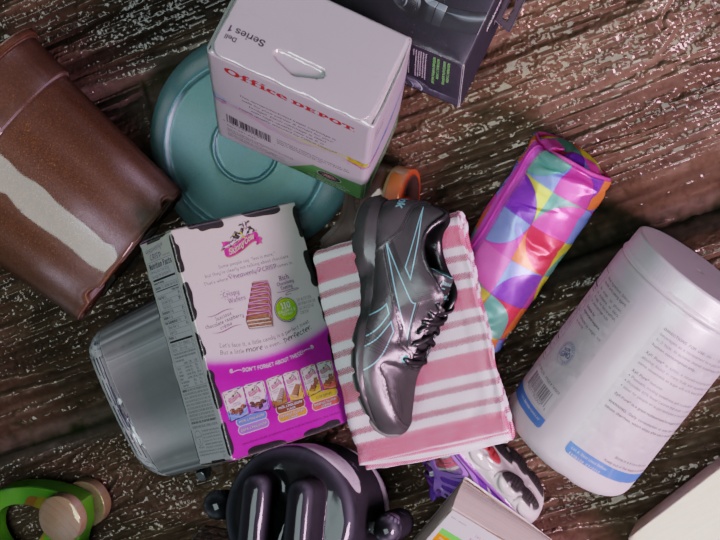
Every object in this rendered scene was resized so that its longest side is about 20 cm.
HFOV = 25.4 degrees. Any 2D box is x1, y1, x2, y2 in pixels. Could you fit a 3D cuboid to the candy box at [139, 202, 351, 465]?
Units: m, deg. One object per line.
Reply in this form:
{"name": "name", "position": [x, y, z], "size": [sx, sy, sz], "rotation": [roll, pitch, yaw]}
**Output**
{"name": "candy box", "position": [-0.098, 0.053, 1.386], "size": [0.061, 0.136, 0.202], "rotation": [-16, 88, 52]}

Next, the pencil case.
{"name": "pencil case", "position": [0.134, -0.022, 1.386], "size": [0.088, 0.088, 0.201], "rotation": [34, 104, 4]}

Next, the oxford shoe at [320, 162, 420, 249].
{"name": "oxford shoe", "position": [0.000, 0.000, 1.439], "size": [0.072, 0.071, 0.202], "rotation": [14, 97, 20]}

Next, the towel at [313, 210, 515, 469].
{"name": "towel", "position": [0.045, 0.062, 1.374], "size": [0.145, 0.030, 0.202], "rotation": [-14, 87, 22]}

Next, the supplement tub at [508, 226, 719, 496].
{"name": "supplement tub", "position": [0.230, 0.079, 1.362], "size": [0.132, 0.132, 0.201], "rotation": [37, 107, 3]}

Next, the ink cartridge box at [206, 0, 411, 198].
{"name": "ink cartridge box", "position": [-0.042, -0.149, 1.311], "size": [0.144, 0.200, 0.084], "rotation": [25, 77, 4]}

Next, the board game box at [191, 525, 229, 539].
{"name": "board game box", "position": [-0.133, 0.367, 1.495], "size": [0.096, 0.159, 0.202], "rotation": [8, 104, 11]}

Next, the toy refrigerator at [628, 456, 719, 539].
{"name": "toy refrigerator", "position": [0.337, 0.196, 1.396], "size": [0.200, 0.070, 0.076], "rotation": [-42, 83, 17]}

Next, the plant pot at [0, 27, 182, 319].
{"name": "plant pot", "position": [-0.280, -0.074, 1.425], "size": [0.198, 0.200, 0.201], "rotation": [40, 108, -4]}

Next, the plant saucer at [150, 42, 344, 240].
{"name": "plant saucer", "position": [-0.102, -0.113, 1.455], "size": [0.198, 0.027, 0.202], "rotation": [3, 103, 13]}

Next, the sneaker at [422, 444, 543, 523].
{"name": "sneaker", "position": [0.077, 0.164, 1.446], "size": [0.083, 0.081, 0.200], "rotation": [-39, 92, 23]}

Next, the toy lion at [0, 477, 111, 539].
{"name": "toy lion", "position": [-0.338, 0.305, 1.587], "size": [0.190, 0.069, 0.202], "rotation": [1, 102, 21]}

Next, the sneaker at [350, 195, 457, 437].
{"name": "sneaker", "position": [0.037, 0.038, 1.321], "size": [0.079, 0.075, 0.202], "rotation": [0, 92, 20]}

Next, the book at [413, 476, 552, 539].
{"name": "book", "position": [0.094, 0.298, 1.455], "size": [0.133, 0.048, 0.200], "rotation": [34, 125, -2]}

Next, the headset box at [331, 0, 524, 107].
{"name": "headset box", "position": [0.041, -0.256, 1.319], "size": [0.199, 0.093, 0.175], "rotation": [23, 76, 7]}

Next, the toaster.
{"name": "toaster", "position": [-0.160, 0.092, 1.468], "size": [0.128, 0.114, 0.201], "rotation": [-23, 97, 19]}

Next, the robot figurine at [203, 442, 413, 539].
{"name": "robot figurine", "position": [-0.046, 0.217, 1.420], "size": [0.150, 0.200, 0.125], "rotation": [45, 97, 15]}
